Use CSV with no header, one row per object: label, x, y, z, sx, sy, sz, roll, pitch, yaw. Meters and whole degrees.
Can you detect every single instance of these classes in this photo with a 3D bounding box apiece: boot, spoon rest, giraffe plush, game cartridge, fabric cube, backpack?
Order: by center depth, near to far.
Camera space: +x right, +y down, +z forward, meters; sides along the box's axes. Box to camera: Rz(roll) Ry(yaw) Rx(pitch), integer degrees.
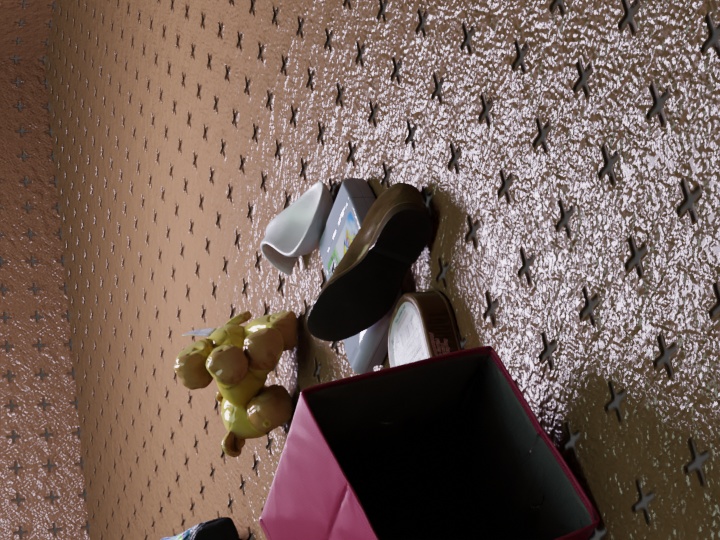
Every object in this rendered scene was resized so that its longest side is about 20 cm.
fabric cube,0.050,0.217,1.216,0.201,0.195,0.200,59,146,33
boot,0.009,-0.007,1.510,0.200,0.073,0.076,-52,26,26
game cartridge,0.000,0.000,1.614,0.134,0.040,0.201,118,145,-46
spoon rest,-0.084,-0.048,1.782,0.200,0.060,0.100,134,155,-64
giraffe plush,-0.157,0.159,1.908,0.200,0.172,0.163,3,116,59
backpack,-0.248,0.465,2.184,0.200,0.152,0.165,143,117,-81

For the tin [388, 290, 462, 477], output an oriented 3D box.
tin,0.070,0.115,1.427,0.112,0.042,0.201,112,150,-55
